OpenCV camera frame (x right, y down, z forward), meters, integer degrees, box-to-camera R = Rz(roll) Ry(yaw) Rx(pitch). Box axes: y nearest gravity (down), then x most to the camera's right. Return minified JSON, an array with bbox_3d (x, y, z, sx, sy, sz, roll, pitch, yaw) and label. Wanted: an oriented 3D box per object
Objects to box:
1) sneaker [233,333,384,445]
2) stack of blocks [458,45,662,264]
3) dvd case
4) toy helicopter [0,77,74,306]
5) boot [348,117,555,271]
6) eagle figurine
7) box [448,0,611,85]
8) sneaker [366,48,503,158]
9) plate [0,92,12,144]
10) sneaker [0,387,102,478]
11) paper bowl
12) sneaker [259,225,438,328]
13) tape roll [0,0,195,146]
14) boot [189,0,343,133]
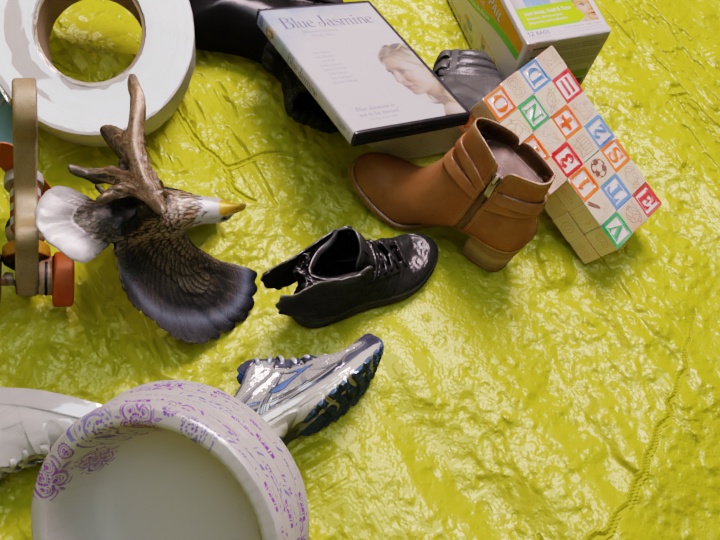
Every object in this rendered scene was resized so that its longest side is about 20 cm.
[{"bbox_3d":[-0.066,0.102,0.764,0.198,0.078,0.085,-33,67,-25],"label":"sneaker"},{"bbox_3d":[0.204,-0.110,0.902,0.115,0.058,0.201,-38,93,-26],"label":"stack of blocks"},{"bbox_3d":[0.001,-0.202,0.869,0.141,0.018,0.201,-15,54,-31],"label":"dvd case"},{"bbox_3d":[-0.284,-0.073,0.751,0.077,0.203,0.133,1,38,-20],"label":"toy helicopter"},{"bbox_3d":[0.087,-0.094,0.849,0.197,0.155,0.074,28,60,5],"label":"boot"},{"bbox_3d":[-0.167,-0.038,0.761,0.148,0.201,0.154,23,69,11],"label":"eagle figurine"},{"bbox_3d":[0.182,-0.308,1.013,0.110,0.102,0.203,-12,65,-17],"label":"box"},{"bbox_3d":[0.076,-0.184,0.950,0.196,0.071,0.101,-8,61,-21],"label":"sneaker"},{"bbox_3d":[-0.417,-0.184,0.880,0.195,0.026,0.204,4,62,-8],"label":"plate"},{"bbox_3d":[-0.287,0.155,0.700,0.195,0.074,0.118,5,63,3],"label":"sneaker"},{"bbox_3d":[-0.133,0.182,0.657,0.196,0.104,0.205,2,99,14],"label":"paper bowl"},{"bbox_3d":[-0.001,-0.003,0.813,0.197,0.105,0.061,-24,67,-21],"label":"sneaker"},{"bbox_3d":[-0.261,-0.226,0.860,0.198,0.071,0.207,0,89,-11],"label":"tape roll"},{"bbox_3d":[-0.094,-0.225,0.930,0.206,0.080,0.161,-5,63,-13],"label":"boot"}]
